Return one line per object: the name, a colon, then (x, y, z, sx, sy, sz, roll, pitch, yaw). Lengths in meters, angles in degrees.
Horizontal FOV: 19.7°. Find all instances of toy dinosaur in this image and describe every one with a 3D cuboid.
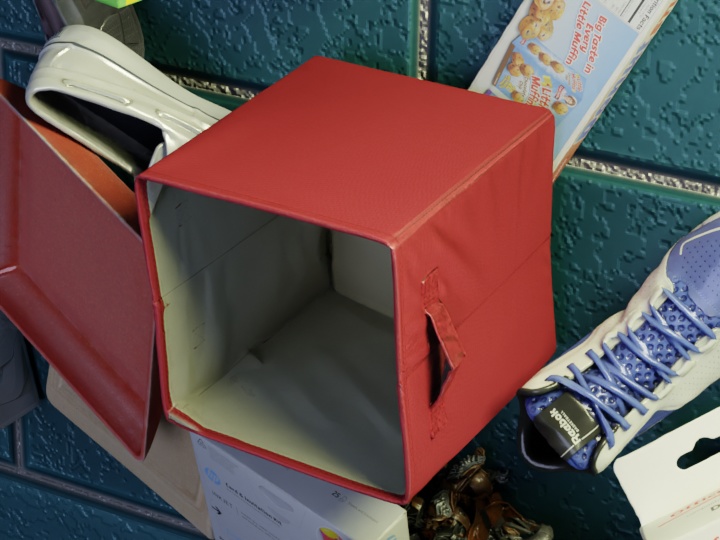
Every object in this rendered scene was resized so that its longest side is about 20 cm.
toy dinosaur: (0.028, 0.143, 1.325, 0.199, 0.102, 0.136, 2, 130, 9)

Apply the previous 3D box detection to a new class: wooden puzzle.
wooden puzzle: (-0.140, 0.057, 1.407, 0.185, 0.037, 0.201, 35, 130, 34)

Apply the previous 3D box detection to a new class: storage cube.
storage cube: (0.000, 0.000, 1.204, 0.199, 0.180, 0.172, 15, 125, 30)

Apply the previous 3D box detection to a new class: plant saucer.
plant saucer: (-0.182, -0.006, 1.348, 0.200, 0.037, 0.200, 43, 144, 27)

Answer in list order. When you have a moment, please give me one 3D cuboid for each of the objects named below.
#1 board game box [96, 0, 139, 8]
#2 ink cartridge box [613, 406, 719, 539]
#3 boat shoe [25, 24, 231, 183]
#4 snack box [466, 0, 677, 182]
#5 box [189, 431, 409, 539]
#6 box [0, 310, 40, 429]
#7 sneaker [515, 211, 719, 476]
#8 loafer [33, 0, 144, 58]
board game box: (-0.166, -0.256, 1.111, 0.134, 0.029, 0.201, 21, 119, 24)
ink cartridge box: (0.238, 0.179, 1.191, 0.117, 0.067, 0.201, -28, 94, 5)
boat shoe: (-0.120, -0.074, 1.302, 0.199, 0.066, 0.074, 29, 139, -8)
snack box: (0.122, -0.132, 1.188, 0.072, 0.024, 0.200, 40, 125, 11)
box: (-0.032, 0.189, 1.347, 0.156, 0.041, 0.201, 30, 148, 31)
box: (-0.351, 0.030, 1.509, 0.199, 0.097, 0.178, 2, 113, 32)
sneaker: (0.157, 0.061, 1.190, 0.081, 0.115, 0.199, 47, 126, 5)
loafer: (-0.193, -0.197, 1.305, 0.063, 0.072, 0.201, 16, 138, 31)
